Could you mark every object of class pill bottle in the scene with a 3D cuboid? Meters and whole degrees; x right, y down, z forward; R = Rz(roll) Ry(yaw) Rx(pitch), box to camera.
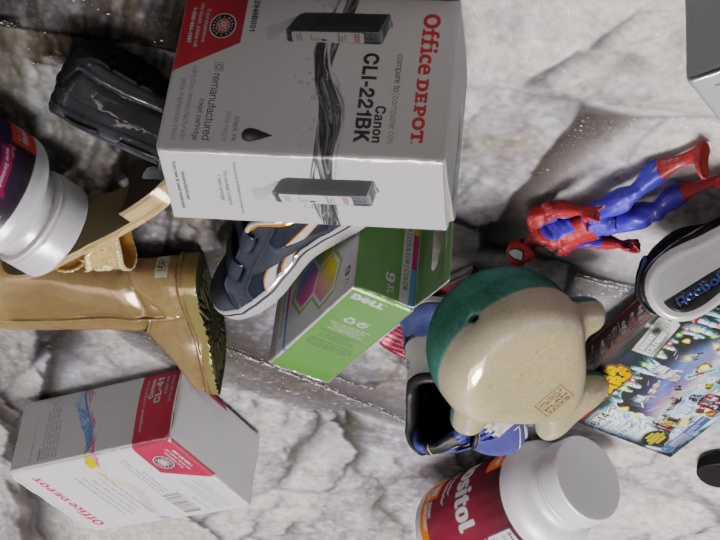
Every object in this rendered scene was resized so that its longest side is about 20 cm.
[{"bbox_3d":[0.154,0.233,1.811,0.113,0.113,0.200,27,141,-28],"label":"pill bottle"},{"bbox_3d":[-0.312,-0.077,1.435,0.111,0.112,0.200,-23,137,38],"label":"pill bottle"}]

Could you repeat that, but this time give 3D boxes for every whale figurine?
[{"bbox_3d":[0.130,0.069,1.531,0.159,0.104,0.200,-43,142,8],"label":"whale figurine"}]

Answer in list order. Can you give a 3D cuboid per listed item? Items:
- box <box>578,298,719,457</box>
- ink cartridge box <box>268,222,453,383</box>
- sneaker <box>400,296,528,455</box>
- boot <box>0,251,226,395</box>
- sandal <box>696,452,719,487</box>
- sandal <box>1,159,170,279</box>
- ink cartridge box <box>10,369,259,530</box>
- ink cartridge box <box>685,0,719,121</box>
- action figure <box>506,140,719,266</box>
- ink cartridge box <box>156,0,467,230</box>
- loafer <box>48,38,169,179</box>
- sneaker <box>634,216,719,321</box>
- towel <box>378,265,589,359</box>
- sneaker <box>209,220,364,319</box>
[{"bbox_3d":[0.272,0.081,1.605,0.136,0.040,0.200,21,137,-20],"label":"box"},{"bbox_3d":[0.000,0.000,1.496,0.059,0.104,0.200,21,145,-21],"label":"ink cartridge box"},{"bbox_3d":[0.080,0.125,1.620,0.080,0.116,0.200,-9,141,22],"label":"sneaker"},{"bbox_3d":[-0.225,0.041,1.645,0.199,0.066,0.176,0,134,10],"label":"boot"},{"bbox_3d":[0.419,0.197,1.765,0.199,0.045,0.075,-10,143,24],"label":"sandal"},{"bbox_3d":[-0.202,-0.026,1.521,0.211,0.078,0.070,-26,128,34],"label":"sandal"},{"bbox_3d":[-0.221,0.181,1.831,0.199,0.086,0.148,-11,143,28],"label":"ink cartridge box"},{"bbox_3d":[0.289,-0.134,1.198,0.083,0.146,0.200,-18,139,30],"label":"ink cartridge box"},{"bbox_3d":[0.194,-0.042,1.450,0.199,0.052,0.065,-20,141,39],"label":"action figure"},{"bbox_3d":[-0.029,-0.112,1.295,0.199,0.145,0.084,3,147,6],"label":"ink cartridge box"},{"bbox_3d":[-0.138,-0.096,1.385,0.200,0.068,0.071,31,117,-11],"label":"loafer"},{"bbox_3d":[0.302,-0.027,1.441,0.199,0.073,0.112,-22,-173,-2],"label":"sneaker"},{"bbox_3d":[0.118,0.069,1.653,0.200,0.023,0.144,32,139,-32],"label":"towel"},{"bbox_3d":[-0.072,-0.036,1.482,0.079,0.079,0.200,25,132,-33],"label":"sneaker"}]
